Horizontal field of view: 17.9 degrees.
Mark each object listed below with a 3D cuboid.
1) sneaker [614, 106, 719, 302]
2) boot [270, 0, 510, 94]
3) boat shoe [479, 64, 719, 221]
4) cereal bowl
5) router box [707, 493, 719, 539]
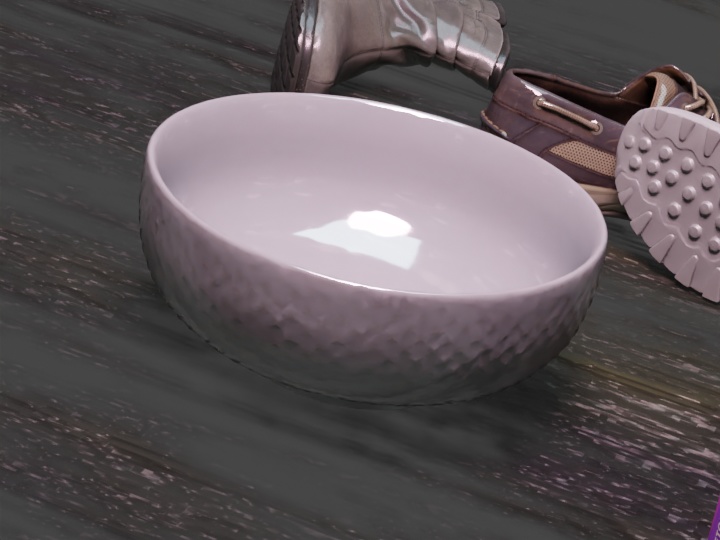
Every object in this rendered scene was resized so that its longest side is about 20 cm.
[{"bbox_3d":[0.214,-0.018,1.118,0.200,0.077,0.080,36,33,22],"label":"sneaker"},{"bbox_3d":[0.025,-0.132,1.285,0.130,0.068,0.200,18,26,-2],"label":"boot"},{"bbox_3d":[0.156,-0.064,1.185,0.199,0.074,0.075,4,26,-17],"label":"boat shoe"},{"bbox_3d":[0.000,0.000,0.960,0.199,0.084,0.200,11,24,-5],"label":"cereal bowl"},{"bbox_3d":[0.250,0.124,0.848,0.199,0.051,0.149,1,24,-25],"label":"router box"}]
